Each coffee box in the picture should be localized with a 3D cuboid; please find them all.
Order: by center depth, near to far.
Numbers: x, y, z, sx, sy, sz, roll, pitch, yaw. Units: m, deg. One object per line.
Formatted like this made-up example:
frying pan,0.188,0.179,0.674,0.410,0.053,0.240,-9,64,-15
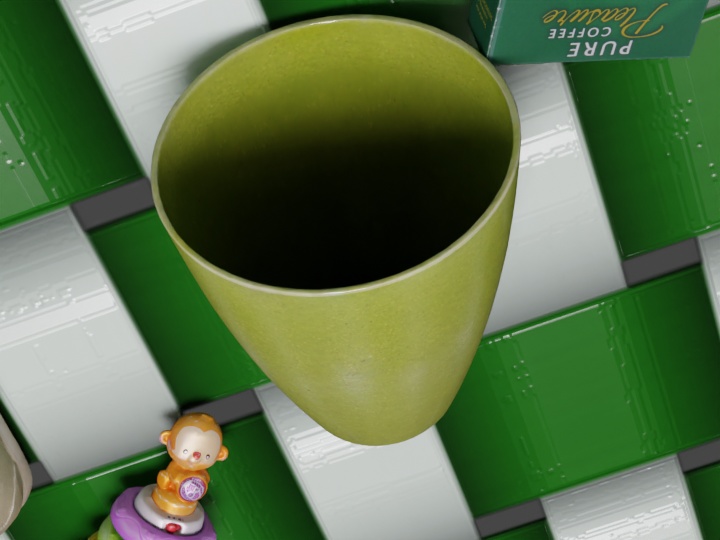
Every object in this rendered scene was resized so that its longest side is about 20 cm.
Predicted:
coffee box,0.128,-0.193,0.789,0.122,0.044,0.201,-6,135,-16

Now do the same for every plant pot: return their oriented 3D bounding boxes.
plant pot,0.000,0.000,0.872,0.185,0.188,0.201,-11,140,1

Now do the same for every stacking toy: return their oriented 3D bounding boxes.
stacking toy,-0.130,0.178,1.022,0.115,0.110,0.201,18,110,-16

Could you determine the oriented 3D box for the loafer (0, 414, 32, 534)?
loafer,-0.253,0.089,0.951,0.075,0.069,0.201,-22,125,8
